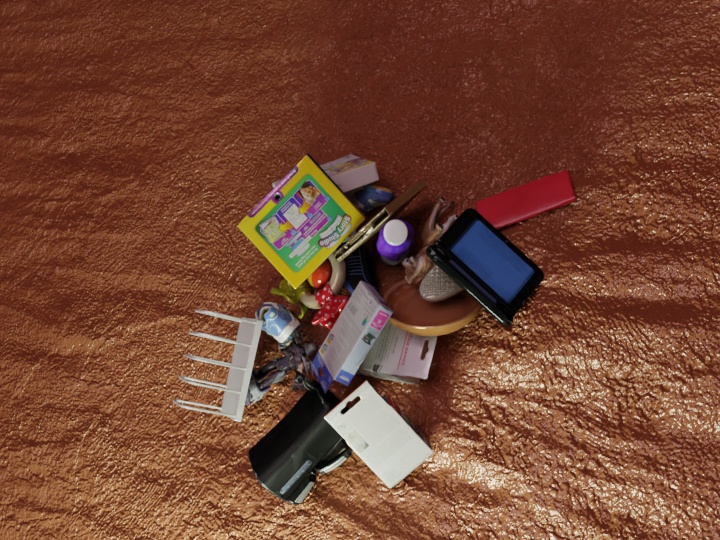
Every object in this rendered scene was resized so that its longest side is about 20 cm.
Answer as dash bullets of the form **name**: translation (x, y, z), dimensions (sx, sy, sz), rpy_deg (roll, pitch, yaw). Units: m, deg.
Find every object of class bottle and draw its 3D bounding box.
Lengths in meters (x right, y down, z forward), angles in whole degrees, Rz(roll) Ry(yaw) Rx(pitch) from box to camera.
- **bottle**: translation (0.070, -0.061, 1.617), dimensions (0.065, 0.200, 0.084), rpy_deg (33, 85, 6)

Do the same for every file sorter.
- **file sorter**: translation (-0.292, 0.185, 1.653), dimensions (0.138, 0.122, 0.205), rpy_deg (-5, 72, 67)

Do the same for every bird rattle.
- **bird rattle**: translation (-0.088, 0.030, 1.676), dimensions (0.198, 0.111, 0.166), rpy_deg (10, 80, 52)

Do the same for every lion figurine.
- **lion figurine**: translation (0.145, -0.057, 1.637), dimensions (0.072, 0.201, 0.123), rpy_deg (33, 122, -2)

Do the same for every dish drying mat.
- **dish drying mat**: translation (0.326, -0.135, 1.620), dimensions (0.197, 0.018, 0.078), rpy_deg (-20, 59, 21)

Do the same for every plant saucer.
- **plant saucer**: translation (0.140, 0.068, 1.563), dimensions (0.195, 0.038, 0.201), rpy_deg (-8, 28, 4)

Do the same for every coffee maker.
- **coffee maker**: translation (-0.120, 0.318, 1.558), dimensions (0.200, 0.135, 0.192), rpy_deg (-45, 98, 2)

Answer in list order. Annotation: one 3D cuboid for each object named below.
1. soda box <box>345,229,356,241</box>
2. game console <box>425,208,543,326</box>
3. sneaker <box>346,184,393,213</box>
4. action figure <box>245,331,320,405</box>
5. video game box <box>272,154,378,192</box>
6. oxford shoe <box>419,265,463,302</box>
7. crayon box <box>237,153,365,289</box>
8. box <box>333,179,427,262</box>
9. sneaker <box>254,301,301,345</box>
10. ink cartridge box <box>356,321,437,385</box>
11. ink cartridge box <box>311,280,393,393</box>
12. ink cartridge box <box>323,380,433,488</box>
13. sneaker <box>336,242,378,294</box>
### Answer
- **soda box**: translation (-0.096, -0.088, 1.749), dimensions (0.198, 0.067, 0.065), rpy_deg (-3, 103, 51)
- **game console**: translation (0.231, -0.012, 1.488), dimensions (0.199, 0.176, 0.117), rpy_deg (42, 99, 7)
- **sneaker**: translation (-0.012, -0.136, 1.782), dimensions (0.197, 0.075, 0.090), rpy_deg (-3, 74, 38)
- **action figure**: translation (-0.168, 0.203, 1.711), dimensions (0.198, 0.070, 0.132), rpy_deg (-31, 50, 9)
- **video game box**: translation (-0.078, -0.192, 1.751), dimensions (0.196, 0.048, 0.182), rpy_deg (-21, 16, -11)
- **oxford shoe**: translation (0.196, 0.002, 1.573), dimensions (0.199, 0.058, 0.075), rpy_deg (-37, 63, -18)
- **crayon box**: translation (-0.116, -0.098, 1.622), dimensions (0.200, 0.058, 0.173), rpy_deg (-43, 97, 6)
- **box**: translation (0.043, -0.102, 1.638), dimensions (0.021, 0.200, 0.163), rpy_deg (49, 124, 1)
- **sneaker**: translation (-0.184, 0.095, 1.718), dimensions (0.076, 0.077, 0.199), rpy_deg (-49, 18, -12)
- **ink cartridge box**: translation (0.067, 0.154, 1.599), dimensions (0.196, 0.068, 0.118), rpy_deg (7, 71, 31)
- **ink cartridge box**: translation (-0.020, 0.132, 1.564), dimensions (0.202, 0.042, 0.119), rpy_deg (-57, 27, 9)
- **ink cartridge box**: translation (0.031, 0.289, 1.483), dimensions (0.108, 0.201, 0.050), rpy_deg (-39, 19, 6)
- **sneaker**: translation (0.000, 0.000, 1.706), dimensions (0.078, 0.070, 0.201), rpy_deg (-45, 53, 12)
